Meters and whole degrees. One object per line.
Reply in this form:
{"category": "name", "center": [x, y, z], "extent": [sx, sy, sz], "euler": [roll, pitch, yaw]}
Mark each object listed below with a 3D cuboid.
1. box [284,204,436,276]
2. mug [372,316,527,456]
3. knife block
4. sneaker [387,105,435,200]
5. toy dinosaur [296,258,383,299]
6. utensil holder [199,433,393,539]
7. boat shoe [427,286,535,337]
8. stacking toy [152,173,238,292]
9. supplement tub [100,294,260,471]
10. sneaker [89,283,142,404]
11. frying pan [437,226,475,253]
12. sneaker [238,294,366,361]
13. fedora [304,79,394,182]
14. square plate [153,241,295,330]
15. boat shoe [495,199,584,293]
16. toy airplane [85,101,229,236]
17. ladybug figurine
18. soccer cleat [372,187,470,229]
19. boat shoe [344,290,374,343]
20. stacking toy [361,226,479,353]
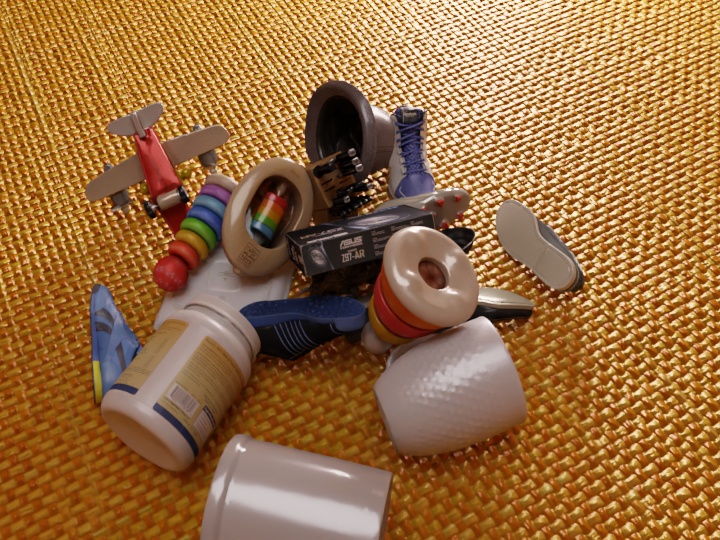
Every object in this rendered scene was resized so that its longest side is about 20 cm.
{"category": "box", "center": [-0.003, -0.047, 1.191], "extent": [0.195, 0.045, 0.160], "euler": [-14, 12, -10]}
{"category": "mug", "center": [0.103, 0.151, 1.100], "extent": [0.172, 0.150, 0.201], "euler": [-21, 31, -6]}
{"category": "knife block", "center": [-0.056, -0.154, 1.317], "extent": [0.063, 0.178, 0.200], "euler": [-28, 55, -21]}
{"category": "sneaker", "center": [0.080, -0.209, 1.395], "extent": [0.078, 0.117, 0.203], "euler": [-6, 51, -2]}
{"category": "toy dinosaur", "center": [0.000, 0.000, 1.211], "extent": [0.196, 0.079, 0.102], "euler": [-22, 24, -9]}
{"category": "utensil holder", "center": [-0.069, 0.297, 0.966], "extent": [0.194, 0.172, 0.173], "euler": [9, 51, 7]}
{"category": "boat shoe", "center": [0.164, 0.064, 1.215], "extent": [0.194, 0.069, 0.072], "euler": [-2, 20, -16]}
{"category": "stacking toy", "center": [-0.252, -0.051, 1.276], "extent": [0.084, 0.086, 0.203], "euler": [19, 60, 17]}
{"category": "supplement tub", "center": [-0.236, 0.147, 1.105], "extent": [0.142, 0.146, 0.202], "euler": [22, 55, 19]}
{"category": "sneaker", "center": [-0.357, 0.105, 1.201], "extent": [0.076, 0.067, 0.203], "euler": [-5, 51, -17]}
{"category": "frying pan", "center": [0.101, -0.018, 1.266], "extent": [0.188, 0.032, 0.114], "euler": [-34, 25, -29]}
{"category": "sneaker", "center": [-0.079, 0.086, 1.166], "extent": [0.195, 0.080, 0.070], "euler": [-2, 26, 22]}
{"category": "fedora", "center": [-0.008, -0.230, 1.399], "extent": [0.089, 0.182, 0.199], "euler": [-6, 20, -34]}
{"category": "square plate", "center": [-0.206, 0.016, 1.283], "extent": [0.194, 0.029, 0.202], "euler": [6, 51, 7]}
{"category": "boat shoe", "center": [0.283, -0.036, 1.299], "extent": [0.061, 0.073, 0.201], "euler": [18, 27, -42]}
{"category": "toy airplane", "center": [-0.336, -0.173, 1.367], "extent": [0.195, 0.141, 0.204], "euler": [20, 82, 5]}
{"category": "ladybug figurine", "center": [-0.150, -0.080, 1.269], "extent": [0.135, 0.071, 0.203], "euler": [39, 66, -23]}
{"category": "soccer cleat", "center": [0.082, -0.095, 1.331], "extent": [0.196, 0.070, 0.078], "euler": [-22, 41, -7]}
{"category": "boat shoe", "center": [0.055, 0.050, 1.237], "extent": [0.196, 0.058, 0.067], "euler": [-20, 17, -18]}
{"category": "stacking toy", "center": [0.058, 0.050, 1.124], "extent": [0.143, 0.200, 0.149], "euler": [16, 51, -21]}
